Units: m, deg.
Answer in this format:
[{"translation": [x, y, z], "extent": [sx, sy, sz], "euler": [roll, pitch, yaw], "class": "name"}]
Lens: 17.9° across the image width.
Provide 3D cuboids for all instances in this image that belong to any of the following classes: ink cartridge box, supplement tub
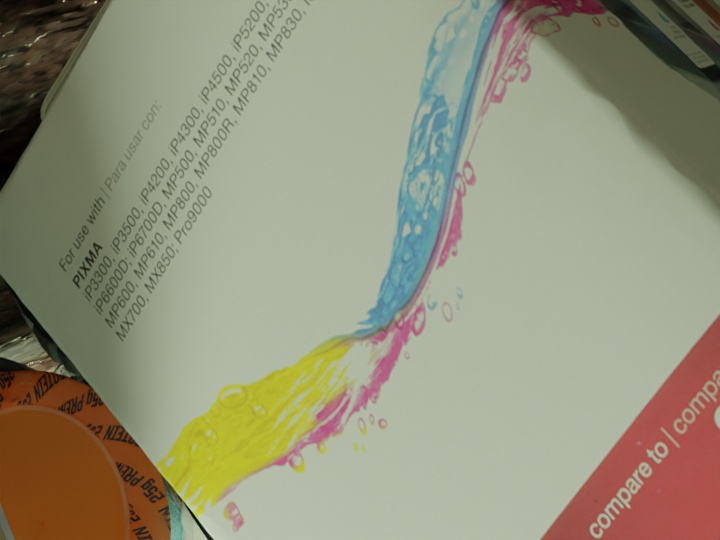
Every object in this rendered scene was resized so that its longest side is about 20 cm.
[{"translation": [0.044, 0.001, 0.509], "extent": [0.145, 0.200, 0.145], "euler": [-11, 142, -53], "class": "ink cartridge box"}, {"translation": [-0.156, 0.096, 0.768], "extent": [0.122, 0.123, 0.199], "euler": [-16, 179, -40], "class": "supplement tub"}]

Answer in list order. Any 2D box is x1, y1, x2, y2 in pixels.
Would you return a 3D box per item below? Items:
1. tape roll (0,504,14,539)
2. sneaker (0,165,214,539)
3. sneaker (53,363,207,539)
[{"translation": [-0.124, 0.070, 0.562], "extent": [0.070, 0.204, 0.203], "euler": [-21, 170, -9], "class": "tape roll"}, {"translation": [-0.037, 0.012, 0.616], "extent": [0.079, 0.200, 0.076], "euler": [-31, 134, -15], "class": "sneaker"}, {"translation": [-0.104, 0.065, 0.891], "extent": [0.086, 0.078, 0.200], "euler": [0, -169, -20], "class": "sneaker"}]
